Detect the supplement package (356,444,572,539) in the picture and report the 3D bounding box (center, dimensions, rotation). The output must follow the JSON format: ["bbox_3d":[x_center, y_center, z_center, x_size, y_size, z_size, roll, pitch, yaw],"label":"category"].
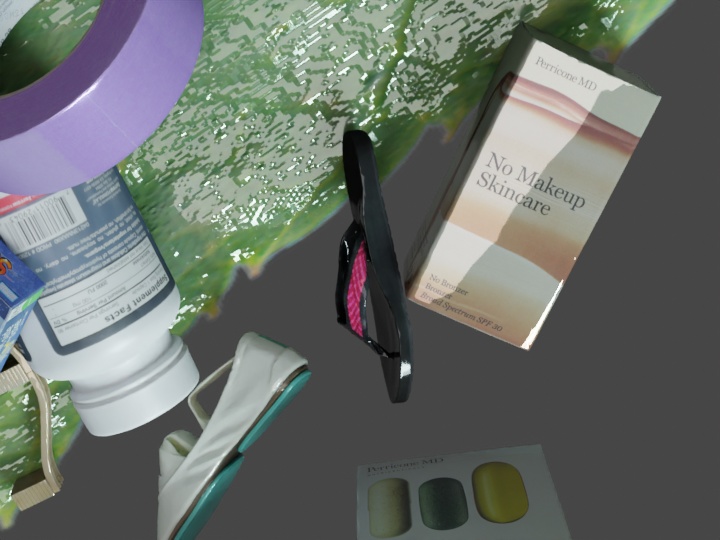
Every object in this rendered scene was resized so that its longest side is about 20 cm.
[{"bbox_3d":[0.079,0.243,0.984,0.151,0.200,0.151,-7,107,2],"label":"supplement package"}]

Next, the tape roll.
[{"bbox_3d":[-0.202,-0.150,0.861,0.200,0.200,0.066,-28,147,9],"label":"tape roll"}]

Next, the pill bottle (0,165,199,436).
[{"bbox_3d":[-0.197,0.009,0.950,0.119,0.120,0.200,-22,107,7],"label":"pill bottle"}]

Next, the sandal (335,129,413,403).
[{"bbox_3d":[0.000,0.000,0.972,0.045,0.075,0.200,-14,100,-13],"label":"sandal"}]

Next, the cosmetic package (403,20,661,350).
[{"bbox_3d":[0.116,-0.060,0.946,0.103,0.087,0.200,22,106,-6],"label":"cosmetic package"}]

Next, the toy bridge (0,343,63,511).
[{"bbox_3d":[-0.278,0.084,1.023,0.067,0.027,0.200,-25,106,5],"label":"toy bridge"}]

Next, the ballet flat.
[{"bbox_3d":[-0.112,0.127,1.022,0.069,0.069,0.200,32,110,-10],"label":"ballet flat"}]

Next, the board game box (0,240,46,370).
[{"bbox_3d":[-0.302,0.025,0.932,0.135,0.034,0.200,43,135,5],"label":"board game box"}]
